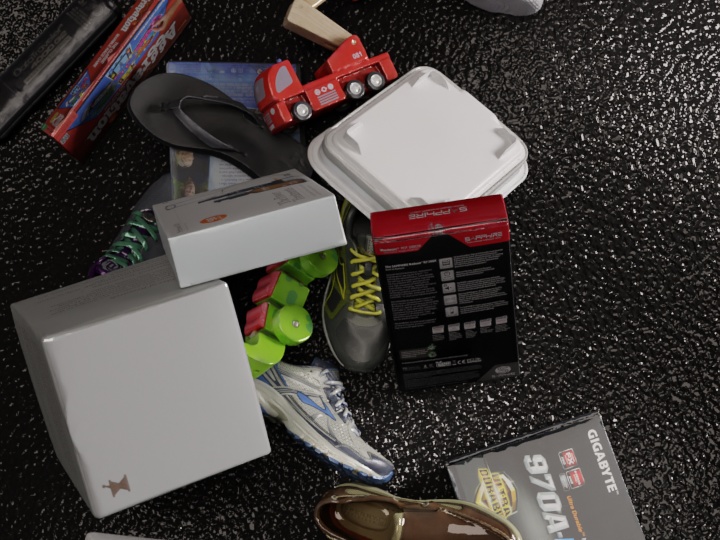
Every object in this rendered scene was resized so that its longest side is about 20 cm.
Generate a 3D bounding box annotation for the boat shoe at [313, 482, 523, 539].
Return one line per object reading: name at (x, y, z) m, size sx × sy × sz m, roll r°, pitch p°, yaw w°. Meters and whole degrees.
boat shoe at (0.048, 0.248, 1.162) m, size 0.202 × 0.075 × 0.075 m, roll 5°, pitch 88°, yaw 25°

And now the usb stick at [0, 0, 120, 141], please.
usb stick at (-0.341, -0.222, 1.344) m, size 0.055 × 0.033 × 0.200 m, roll 40°, pitch 85°, yaw 18°

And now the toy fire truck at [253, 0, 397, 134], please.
toy fire truck at (-0.033, -0.236, 1.282) m, size 0.200 × 0.049 × 0.141 m, roll -25°, pitch 89°, yaw -24°

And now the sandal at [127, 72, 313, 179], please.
sandal at (-0.137, -0.145, 1.261) m, size 0.200 × 0.043 × 0.076 m, roll 24°, pitch 73°, yaw -7°

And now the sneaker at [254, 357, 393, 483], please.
sneaker at (-0.042, 0.131, 1.224) m, size 0.200 × 0.077 × 0.085 m, roll 36°, pitch 79°, yaw 10°

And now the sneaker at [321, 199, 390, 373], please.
sneaker at (0.000, 0.000, 1.237) m, size 0.074 × 0.085 × 0.201 m, roll 2°, pitch 78°, yaw -1°

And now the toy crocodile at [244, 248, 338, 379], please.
toy crocodile at (-0.075, 0.021, 1.209) m, size 0.062 × 0.067 × 0.200 m, roll 35°, pitch 55°, yaw -21°

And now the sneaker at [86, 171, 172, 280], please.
sneaker at (-0.226, -0.014, 1.262) m, size 0.074 × 0.088 × 0.200 m, roll 24°, pitch 82°, yaw 9°

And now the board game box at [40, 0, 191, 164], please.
board game box at (-0.251, -0.208, 1.296) m, size 0.019 × 0.103 × 0.200 m, roll 34°, pitch 84°, yaw 8°

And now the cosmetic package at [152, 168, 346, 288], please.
cosmetic package at (-0.109, -0.044, 1.156) m, size 0.150 × 0.200 × 0.052 m, roll -17°, pitch 104°, yaw -10°

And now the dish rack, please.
dish rack at (0.065, -0.120, 1.233) m, size 0.172 × 0.044 × 0.200 m, roll 41°, pitch 52°, yaw 12°

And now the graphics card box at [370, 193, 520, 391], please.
graphics card box at (0.083, 0.025, 1.178) m, size 0.125 × 0.200 × 0.051 m, roll -9°, pitch 40°, yaw 3°

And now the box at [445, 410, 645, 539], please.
box at (0.186, 0.254, 1.191) m, size 0.159 × 0.046 × 0.201 m, roll -18°, pitch 77°, yaw 2°

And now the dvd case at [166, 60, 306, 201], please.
dvd case at (-0.126, -0.120, 1.290) m, size 0.142 × 0.018 × 0.201 m, roll -1°, pitch 77°, yaw -14°

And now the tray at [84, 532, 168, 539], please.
tray at (-0.183, 0.320, 1.223) m, size 0.199 × 0.022 × 0.108 m, roll 4°, pitch 78°, yaw 6°

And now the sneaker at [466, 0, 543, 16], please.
sneaker at (0.116, -0.351, 1.306) m, size 0.200 × 0.075 × 0.114 m, roll 27°, pitch 84°, yaw 12°

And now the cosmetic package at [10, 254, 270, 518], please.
cosmetic package at (-0.205, 0.096, 1.137) m, size 0.166 × 0.200 × 0.168 m, roll -18°, pitch 105°, yaw -20°
